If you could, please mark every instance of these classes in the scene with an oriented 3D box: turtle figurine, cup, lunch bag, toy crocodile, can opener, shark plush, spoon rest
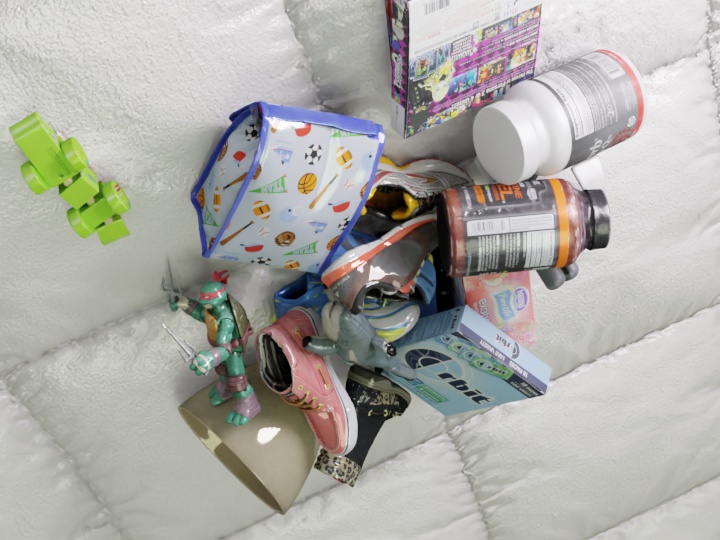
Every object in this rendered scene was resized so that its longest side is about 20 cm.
[{"bbox_3d":[-0.180,0.084,1.600,0.099,0.150,0.203,-17,118,-3],"label":"turtle figurine"},{"bbox_3d":[-0.126,0.204,1.744,0.143,0.199,0.201,-46,139,-16],"label":"cup"},{"bbox_3d":[-0.082,-0.109,1.501,0.168,0.125,0.201,5,138,-31],"label":"lunch bag"},{"bbox_3d":[-0.318,-0.100,1.450,0.067,0.062,0.200,-32,131,7],"label":"toy crocodile"},{"bbox_3d":[0.213,-0.076,1.629,0.053,0.202,0.067,-27,173,-31],"label":"can opener"},{"bbox_3d":[0.007,0.100,1.626,0.201,0.082,0.092,54,55,-37],"label":"shark plush"},{"bbox_3d":[0.266,-0.090,1.667,0.098,0.061,0.200,-26,174,-12],"label":"spoon rest"}]

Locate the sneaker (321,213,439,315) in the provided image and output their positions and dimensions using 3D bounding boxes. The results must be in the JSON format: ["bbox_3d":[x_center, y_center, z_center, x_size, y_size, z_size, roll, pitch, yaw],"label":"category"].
[{"bbox_3d":[0.043,-0.002,1.579,0.198,0.083,0.077,-27,170,-31],"label":"sneaker"}]

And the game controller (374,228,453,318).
[{"bbox_3d":[0.071,0.023,1.735,0.103,0.042,0.202,7,138,16],"label":"game controller"}]

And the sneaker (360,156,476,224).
[{"bbox_3d":[0.062,-0.088,1.615,0.197,0.083,0.079,2,130,-27],"label":"sneaker"}]

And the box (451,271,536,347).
[{"bbox_3d":[0.170,0.016,1.748,0.093,0.103,0.202,-20,135,-6],"label":"box"}]

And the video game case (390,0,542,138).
[{"bbox_3d":[0.122,-0.263,1.478,0.198,0.036,0.183,-27,139,-24],"label":"video game case"}]

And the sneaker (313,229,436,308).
[{"bbox_3d":[0.000,0.000,1.641,0.197,0.079,0.066,11,137,-7],"label":"sneaker"}]

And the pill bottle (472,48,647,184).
[{"bbox_3d":[0.236,-0.181,1.550,0.198,0.116,0.117,-25,140,-28],"label":"pill bottle"}]

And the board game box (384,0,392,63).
[{"bbox_3d":[0.075,-0.320,1.452,0.101,0.020,0.202,-18,136,-10],"label":"board game box"}]

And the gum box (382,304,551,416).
[{"bbox_3d":[0.127,0.124,1.746,0.169,0.045,0.199,36,148,-26],"label":"gum box"}]

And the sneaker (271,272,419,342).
[{"bbox_3d":[-0.024,0.047,1.690,0.197,0.076,0.106,-11,130,2],"label":"sneaker"}]

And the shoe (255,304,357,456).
[{"bbox_3d":[-0.071,0.152,1.637,0.071,0.203,0.091,-10,-168,38],"label":"shoe"}]

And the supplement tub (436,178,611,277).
[{"bbox_3d":[0.193,-0.053,1.546,0.196,0.108,0.108,-6,134,-5],"label":"supplement tub"}]

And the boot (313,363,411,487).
[{"bbox_3d":[0.001,0.220,1.803,0.156,0.073,0.204,-68,161,-8],"label":"boot"}]
